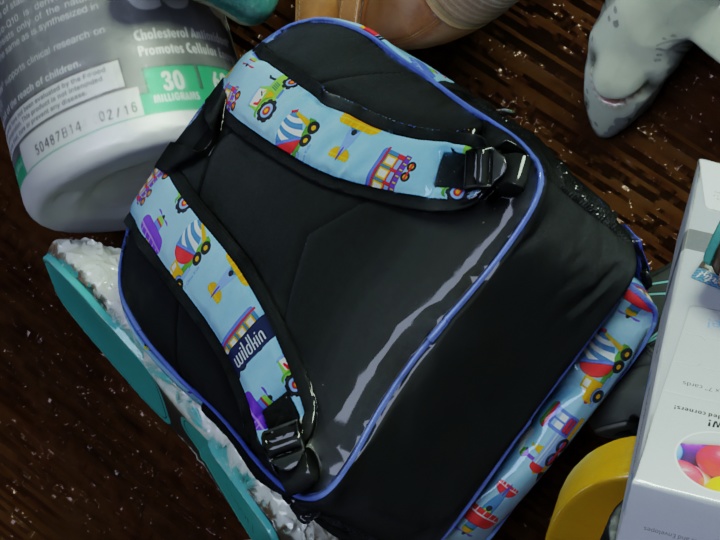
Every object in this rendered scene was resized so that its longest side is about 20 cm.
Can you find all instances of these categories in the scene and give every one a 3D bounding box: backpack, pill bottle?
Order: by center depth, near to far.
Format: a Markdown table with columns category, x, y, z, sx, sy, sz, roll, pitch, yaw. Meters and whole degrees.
| category | x | y | z | sx | sy | sz | roll | pitch | yaw |
| --- | --- | --- | --- | --- | --- | --- | --- | --- | --- |
| backpack | 0.000 | 0.000 | 1.225 | 0.183 | 0.134 | 0.200 | -54 | 46 | 5 |
| pill bottle | -0.123 | -0.128 | 1.344 | 0.113 | 0.113 | 0.201 | -23 | 72 | 19 |

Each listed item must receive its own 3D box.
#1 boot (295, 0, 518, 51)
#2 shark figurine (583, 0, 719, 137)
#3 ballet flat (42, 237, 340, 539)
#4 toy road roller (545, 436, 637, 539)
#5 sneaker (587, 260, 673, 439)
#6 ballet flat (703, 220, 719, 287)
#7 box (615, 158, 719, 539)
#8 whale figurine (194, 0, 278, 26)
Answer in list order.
| category | x | y | z | sx | sy | sz | roll | pitch | yaw |
| --- | --- | --- | --- | --- | --- | --- | --- | --- | --- |
| boot | 0.049 | -0.177 | 1.303 | 0.155 | 0.076 | 0.201 | -23 | 43 | 49 |
| shark figurine | 0.185 | -0.134 | 1.230 | 0.213 | 0.089 | 0.129 | -6 | 111 | 31 |
| ballet flat | -0.064 | 0.053 | 1.319 | 0.072 | 0.072 | 0.200 | -44 | 68 | 11 |
| toy road roller | 0.166 | 0.121 | 1.083 | 0.199 | 0.123 | 0.146 | 19 | 46 | 3 |
| sneaker | 0.178 | 0.011 | 1.202 | 0.199 | 0.075 | 0.080 | -15 | 72 | 21 |
| ballet flat | 0.190 | -0.046 | 1.100 | 0.067 | 0.068 | 0.200 | 26 | 49 | 10 |
| box | 0.182 | 0.045 | 1.057 | 0.155 | 0.200 | 0.041 | 13 | 126 | 4 |
| whale figurine | -0.057 | -0.213 | 1.288 | 0.104 | 0.158 | 0.201 | -32 | 48 | 58 |
